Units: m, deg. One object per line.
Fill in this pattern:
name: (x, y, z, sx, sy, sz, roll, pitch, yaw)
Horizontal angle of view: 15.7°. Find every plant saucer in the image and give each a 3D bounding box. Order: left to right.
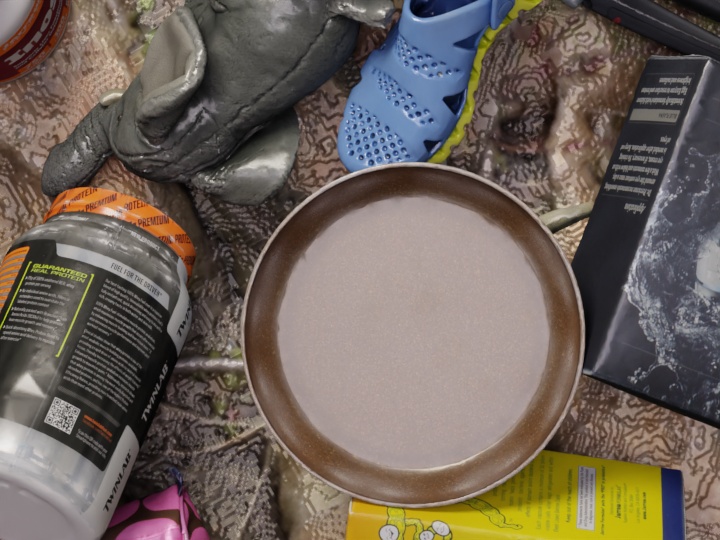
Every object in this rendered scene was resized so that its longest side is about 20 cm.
plant saucer: (0.031, 0.037, 1.523, 0.200, 0.032, 0.201, 0, 93, 4)

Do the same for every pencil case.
pencil case: (-0.189, 0.192, 1.606, 0.200, 0.094, 0.091, -18, 97, 3)

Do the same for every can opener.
can opener: (0.167, -0.178, 1.622, 0.200, 0.079, 0.063, 32, 89, -8)

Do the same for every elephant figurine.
elephant figurine: (-0.093, -0.105, 1.590, 0.141, 0.155, 0.200, 33, 84, 1)

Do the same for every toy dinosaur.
toy dinosaur: (0.063, 0.019, 1.572, 0.088, 0.047, 0.200, 40, 77, -33)

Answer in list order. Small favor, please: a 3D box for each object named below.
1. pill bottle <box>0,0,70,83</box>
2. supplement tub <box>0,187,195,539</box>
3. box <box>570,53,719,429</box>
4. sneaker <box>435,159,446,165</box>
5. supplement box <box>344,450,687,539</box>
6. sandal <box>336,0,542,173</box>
pill bottle: (-0.241, -0.175, 1.564, 0.113, 0.200, 0.113, 0, 89, 2)
supplement tub: (-0.177, 0.058, 1.568, 0.122, 0.123, 0.200, 20, 62, 2)
box: (0.241, -0.002, 1.565, 0.196, 0.117, 0.200, 20, 90, -13)
sneaker: (0.000, 0.000, 1.614, 0.105, 0.076, 0.201, 4, 89, 3)
supplement box: (0.089, 0.178, 1.574, 0.199, 0.110, 0.109, 8, 115, 2)
sandal: (0.044, -0.142, 1.553, 0.079, 0.087, 0.200, 33, 96, 26)
